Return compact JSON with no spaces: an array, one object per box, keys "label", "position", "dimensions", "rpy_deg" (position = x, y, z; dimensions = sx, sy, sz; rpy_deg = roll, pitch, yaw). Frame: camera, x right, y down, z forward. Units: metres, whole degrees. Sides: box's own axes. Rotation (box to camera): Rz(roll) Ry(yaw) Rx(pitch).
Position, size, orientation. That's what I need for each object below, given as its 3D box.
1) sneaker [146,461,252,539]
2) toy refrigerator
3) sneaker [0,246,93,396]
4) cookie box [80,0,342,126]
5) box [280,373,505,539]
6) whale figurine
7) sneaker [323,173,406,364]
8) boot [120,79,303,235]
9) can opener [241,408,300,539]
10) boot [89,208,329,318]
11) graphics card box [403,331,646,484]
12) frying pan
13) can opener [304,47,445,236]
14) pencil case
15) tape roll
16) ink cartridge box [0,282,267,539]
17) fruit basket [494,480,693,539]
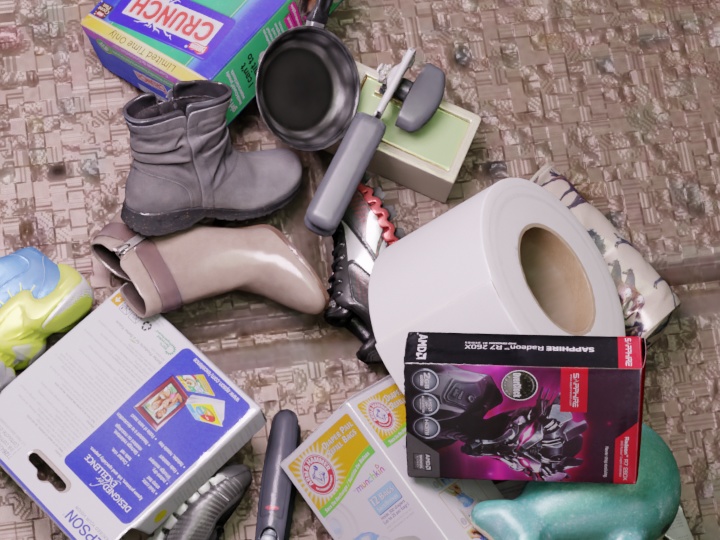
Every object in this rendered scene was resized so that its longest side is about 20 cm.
[{"label":"sneaker","position":[-0.155,0.262,1.671],"dimensions":[0.090,0.067,0.200],"rpy_deg":[42,78,13]},{"label":"toy refrigerator","position":[0.009,-0.146,1.806],"dimensions":[0.199,0.070,0.076],"rpy_deg":[24,73,2]},{"label":"sneaker","position":[-0.345,0.054,1.718],"dimensions":[0.200,0.076,0.105],"rpy_deg":[-39,69,-22]},{"label":"cookie box","position":[-0.136,-0.251,1.786],"dimensions":[0.171,0.075,0.200],"rpy_deg":[30,71,30]},{"label":"box","position":[0.042,0.207,1.668],"dimensions":[0.200,0.112,0.101],"rpy_deg":[54,37,9]},{"label":"whale figurine","position":[0.193,0.192,1.634],"dimensions":[0.199,0.104,0.159],"rpy_deg":[-16,51,-34]},{"label":"sneaker","position":[0.000,0.000,1.762],"dimensions":[0.097,0.071,0.201],"rpy_deg":[-20,78,-14]},{"label":"boot","position":[-0.126,-0.113,1.708],"dimensions":[0.199,0.132,0.070],"rpy_deg":[-20,43,-37]},{"label":"can opener","position":[-0.081,0.223,1.693],"dimensions":[0.078,0.063,0.201],"rpy_deg":[11,73,-2]},{"label":"boot","position":[-0.146,0.002,1.728],"dimensions":[0.200,0.070,0.146],"rpy_deg":[39,51,25]},{"label":"graphics card box","position":[0.136,0.115,1.569],"dimensions":[0.199,0.126,0.051],"rpy_deg":[2,35,6]},{"label":"frying pan","position":[-0.057,-0.205,1.732],"dimensions":[0.114,0.031,0.191],"rpy_deg":[-14,100,-32]},{"label":"can opener","position":[0.013,-0.119,1.739],"dimensions":[0.066,0.053,0.201],"rpy_deg":[31,76,3]},{"label":"pencil case","position":[0.216,-0.003,1.782],"dimensions":[0.089,0.078,0.200],"rpy_deg":[-42,82,-7]},{"label":"tape roll","position":[0.124,0.036,1.679],"dimensions":[0.202,0.139,0.204],"rpy_deg":[32,43,-36]},{"label":"ink cartridge box","position":[-0.219,0.138,1.683],"dimensions":[0.200,0.047,0.198],"rpy_deg":[-43,62,-13]},{"label":"fruit basket","position":[0.217,0.271,1.712],"dimensions":[0.184,0.094,0.201],"rpy_deg":[-15,60,-10]}]
